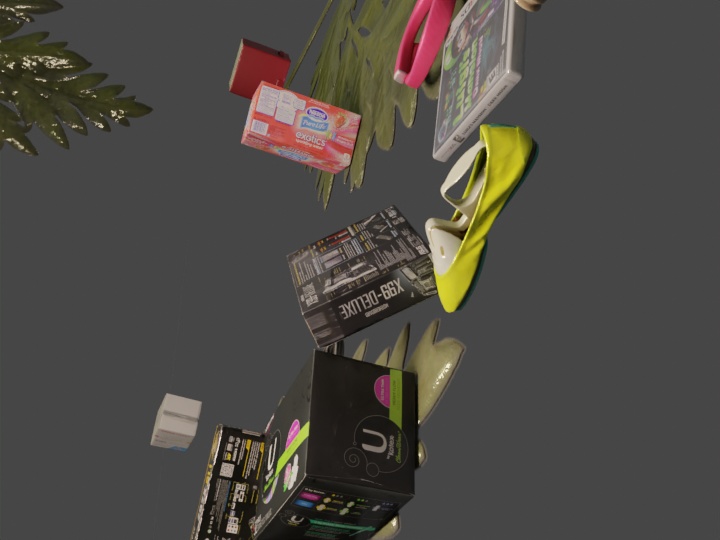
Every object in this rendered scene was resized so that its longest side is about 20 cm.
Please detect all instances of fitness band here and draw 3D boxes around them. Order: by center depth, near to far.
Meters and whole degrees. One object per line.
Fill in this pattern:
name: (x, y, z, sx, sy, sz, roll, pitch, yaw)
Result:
fitness band: (0.092, -0.343, 1.081, 0.201, 0.037, 0.144, -80, 13, -46)

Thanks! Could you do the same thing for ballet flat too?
ballet flat: (0.102, -0.052, 0.752, 0.067, 0.066, 0.202, -103, 32, -58)

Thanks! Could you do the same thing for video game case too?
video game case: (0.138, -0.255, 0.898, 0.182, 0.023, 0.202, 133, 148, -60)

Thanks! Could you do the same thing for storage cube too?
storage cube: (-0.363, -0.707, 2.769, 0.171, 0.178, 0.202, -111, 40, -64)

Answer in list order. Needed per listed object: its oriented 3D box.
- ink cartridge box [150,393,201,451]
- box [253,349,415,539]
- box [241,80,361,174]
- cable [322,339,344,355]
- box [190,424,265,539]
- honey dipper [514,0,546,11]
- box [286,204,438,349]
ink cartridge box: (-0.621, 0.513, 2.615, 0.200, 0.127, 0.126, 128, 153, -52)
box: (-0.032, 0.210, 0.867, 0.201, 0.123, 0.150, 121, 158, -47)
box: (-0.112, -0.264, 1.443, 0.095, 0.198, 0.104, 169, 115, -72)
cable: (-0.047, 0.166, 1.092, 0.097, 0.050, 0.202, 125, 154, -48)
box: (-0.144, 0.330, 1.077, 0.049, 0.158, 0.203, 155, 128, -69)
honey dipper: (0.206, -0.328, 0.709, 0.200, 0.038, 0.038, 126, 155, -48)
box: (0.000, 0.000, 0.907, 0.200, 0.156, 0.050, -120, 5, -68)
